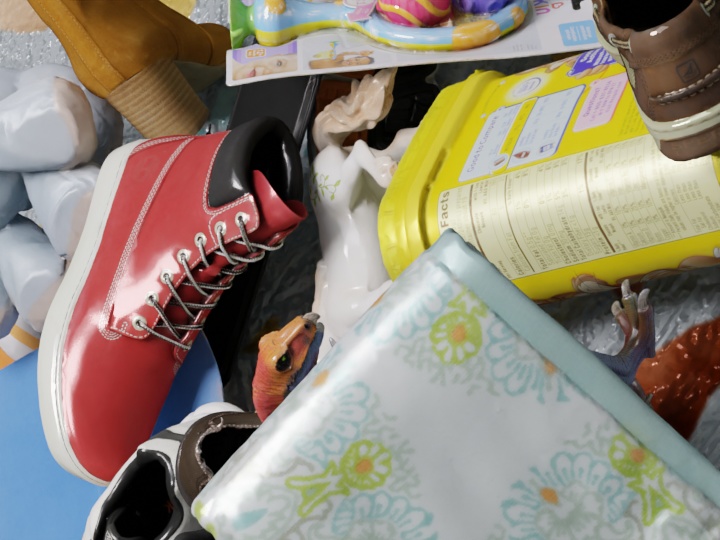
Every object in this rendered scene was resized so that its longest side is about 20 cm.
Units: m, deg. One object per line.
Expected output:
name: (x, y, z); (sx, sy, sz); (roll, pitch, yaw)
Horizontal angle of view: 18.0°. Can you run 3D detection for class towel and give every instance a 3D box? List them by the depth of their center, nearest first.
towel: (0.054, 0.109, 0.988); (0.171, 0.200, 0.048); (-47, 3, -1)

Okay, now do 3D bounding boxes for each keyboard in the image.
keyboard: (-0.060, -0.040, 1.305); (0.104, 0.039, 0.201); (40, 116, 52)

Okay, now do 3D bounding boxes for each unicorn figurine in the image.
unicorn figurine: (0.000, 0.000, 1.217); (0.137, 0.074, 0.201); (-13, 66, 49)

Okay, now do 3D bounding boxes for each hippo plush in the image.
hippo plush: (-0.219, -0.050, 1.359); (0.198, 0.160, 0.161); (-2, 17, 6)

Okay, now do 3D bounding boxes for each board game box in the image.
board game box: (-0.141, 0.108, 1.307); (0.199, 0.039, 0.159); (-29, 62, 30)

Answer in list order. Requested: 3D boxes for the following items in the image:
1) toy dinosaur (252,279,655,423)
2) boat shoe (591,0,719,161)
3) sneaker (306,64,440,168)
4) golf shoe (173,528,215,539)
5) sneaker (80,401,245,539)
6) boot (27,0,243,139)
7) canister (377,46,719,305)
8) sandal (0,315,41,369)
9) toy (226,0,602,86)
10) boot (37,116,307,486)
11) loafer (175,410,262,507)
toy dinosaur: (0.050, 0.060, 1.029); (0.180, 0.105, 0.200); (-17, 48, -18)
boat shoe: (0.138, -0.128, 1.036); (0.074, 0.075, 0.203); (-28, 26, 8)
sneaker: (0.000, -0.128, 1.318); (0.092, 0.075, 0.201); (151, 130, -66)
golf shoe: (-0.007, 0.102, 1.147); (0.200, 0.092, 0.073); (-47, 39, 9)
sneaker: (-0.128, 0.154, 1.208); (0.074, 0.080, 0.201); (39, 114, 21)
boot: (-0.140, -0.158, 1.356); (0.071, 0.144, 0.201); (-34, 17, 14)
canister: (0.124, -0.052, 1.102); (0.199, 0.087, 0.149); (-14, 32, 36)
sandal: (-0.185, -0.009, 1.413); (0.207, 0.059, 0.079); (-51, 41, 7)
toy: (0.025, -0.149, 1.210); (0.199, 0.047, 0.115); (-8, 32, 2)
boot: (-0.095, 0.015, 1.211); (0.144, 0.072, 0.201); (-7, 64, 45)
loafer: (0.005, 0.111, 1.081); (0.199, 0.071, 0.074); (8, 82, 5)
